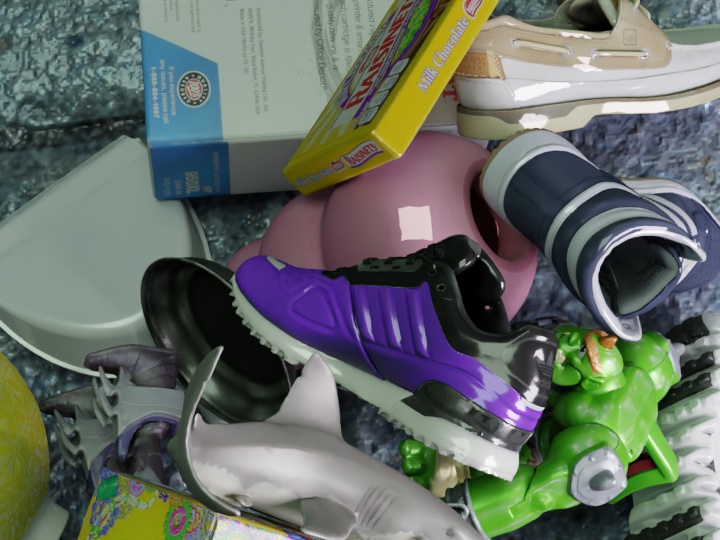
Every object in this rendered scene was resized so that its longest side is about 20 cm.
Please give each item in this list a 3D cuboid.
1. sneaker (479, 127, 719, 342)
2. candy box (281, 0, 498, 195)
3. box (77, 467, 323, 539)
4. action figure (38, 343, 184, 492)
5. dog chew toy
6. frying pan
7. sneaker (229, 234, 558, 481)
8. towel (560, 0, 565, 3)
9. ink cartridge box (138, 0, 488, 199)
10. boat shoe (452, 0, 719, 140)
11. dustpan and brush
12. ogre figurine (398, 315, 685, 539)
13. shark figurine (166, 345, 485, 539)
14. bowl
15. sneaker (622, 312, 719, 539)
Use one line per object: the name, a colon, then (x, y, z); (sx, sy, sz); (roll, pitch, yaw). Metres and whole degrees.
sneaker: (0.156, -0.005, 1.286); (0.070, 0.200, 0.109); (-55, 49, 13)
candy box: (0.035, -0.131, 1.315); (0.026, 0.102, 0.200); (39, 63, -15)
box: (-0.056, 0.227, 1.198); (0.122, 0.193, 0.200); (12, 81, 57)
action figure: (-0.121, 0.146, 1.322); (0.069, 0.130, 0.200); (-2, 59, -24)
dog chew toy: (0.000, 0.000, 1.347); (0.200, 0.124, 0.125); (-21, 61, 35)
frying pan: (-0.051, 0.066, 1.329); (0.190, 0.115, 0.031); (46, 57, 7)
sneaker: (0.024, 0.022, 1.228); (0.200, 0.070, 0.100); (31, 96, 35)
towel: (0.113, -0.237, 1.493); (0.086, 0.018, 0.200); (-35, 65, -11)
ink cartridge box: (-0.029, -0.127, 1.416); (0.200, 0.084, 0.145); (-3, 67, -3)
boat shoe: (0.141, -0.124, 1.361); (0.200, 0.068, 0.075); (-15, 16, -33)
dustpan and brush: (-0.126, 0.029, 1.413); (0.140, 0.057, 0.200); (-37, 59, -14)
ogre figurine: (0.102, 0.082, 1.277); (0.120, 0.200, 0.098); (-12, 94, 29)
shark figurine: (-0.039, 0.079, 1.152); (0.128, 0.214, 0.090); (12, 81, 43)
bowl: (-0.226, 0.140, 1.325); (0.108, 0.200, 0.200); (32, 75, -7)
sneaker: (0.185, 0.114, 1.307); (0.075, 0.081, 0.200); (-26, 41, 35)
